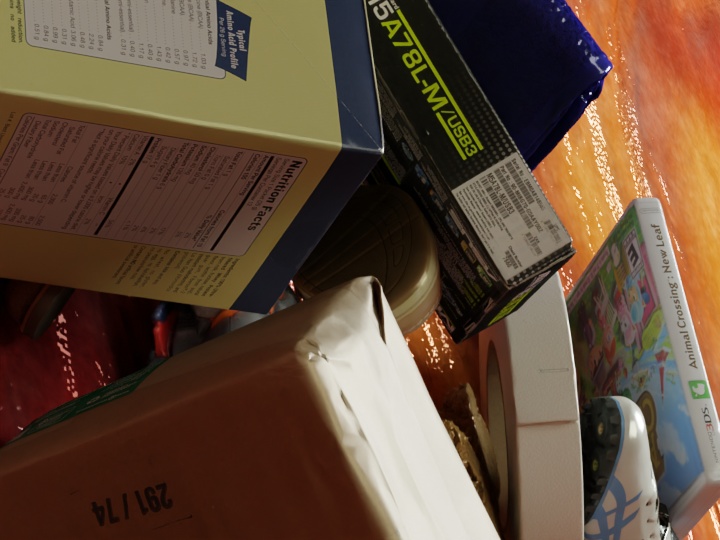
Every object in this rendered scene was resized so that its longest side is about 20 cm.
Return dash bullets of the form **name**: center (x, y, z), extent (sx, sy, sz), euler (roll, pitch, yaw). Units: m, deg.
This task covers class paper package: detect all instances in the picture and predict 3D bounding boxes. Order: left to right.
- **paper package**: center (-0.049, 0.129, 1.236), extent (0.191, 0.199, 0.103), euler (64, 25, -5)

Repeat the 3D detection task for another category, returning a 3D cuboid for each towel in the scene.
- **towel**: center (0.039, -0.138, 1.559), extent (0.049, 0.148, 0.200), euler (-25, 74, -48)

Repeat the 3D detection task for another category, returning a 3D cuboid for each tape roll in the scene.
- **tape roll**: center (0.094, 0.091, 1.634), extent (0.203, 0.037, 0.204), euler (177, -90, -88)

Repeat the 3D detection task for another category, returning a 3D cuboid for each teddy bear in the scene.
- **teddy bear**: center (0.042, 0.148, 1.548), extent (0.145, 0.066, 0.201), euler (65, 12, -53)

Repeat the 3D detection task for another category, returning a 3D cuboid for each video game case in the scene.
- **video game case**: center (0.156, 0.084, 1.744), extent (0.022, 0.200, 0.183), euler (-3, 63, -19)

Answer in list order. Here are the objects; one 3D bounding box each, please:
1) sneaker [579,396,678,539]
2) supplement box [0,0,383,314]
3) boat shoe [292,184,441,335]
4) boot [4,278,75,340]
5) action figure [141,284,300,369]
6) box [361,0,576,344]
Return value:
- **sneaker**: center (0.150, 0.140, 1.640), extent (0.201, 0.072, 0.072), euler (88, -2, -47)
- **supplement box**: center (-0.114, -0.108, 1.297), extent (0.199, 0.134, 0.201), euler (9, 55, -23)
- **boat shoe**: center (0.000, 0.000, 1.460), extent (0.065, 0.072, 0.200), euler (56, -9, -23)
- **boot**: center (-0.146, -0.046, 1.385), extent (0.075, 0.074, 0.200), euler (29, 38, -12)
- **action figure**: center (-0.036, 0.054, 1.453), extent (0.194, 0.104, 0.200), euler (64, 23, -23)
- **box**: center (0.026, -0.069, 1.463), extent (0.201, 0.047, 0.193), euler (59, -7, 6)
